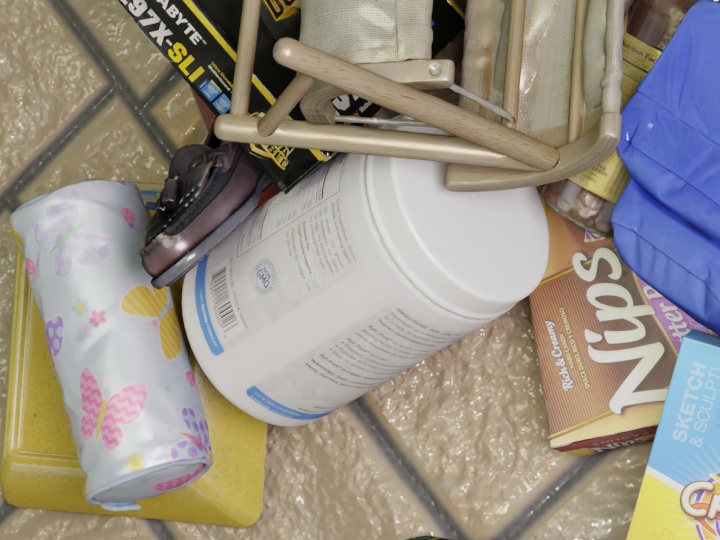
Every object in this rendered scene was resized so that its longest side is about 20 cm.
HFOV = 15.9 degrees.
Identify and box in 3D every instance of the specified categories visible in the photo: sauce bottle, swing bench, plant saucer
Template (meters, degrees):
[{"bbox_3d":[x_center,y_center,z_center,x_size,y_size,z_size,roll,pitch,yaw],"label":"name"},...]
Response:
[{"bbox_3d":[0.171,-0.116,1.454,0.065,0.065,0.201,33,101,27],"label":"sauce bottle"},{"bbox_3d":[0.040,-0.161,1.399,0.130,0.199,0.200,139,140,-64],"label":"swing bench"},{"bbox_3d":[-0.154,0.059,1.656,0.199,0.048,0.201,2,87,27],"label":"plant saucer"}]

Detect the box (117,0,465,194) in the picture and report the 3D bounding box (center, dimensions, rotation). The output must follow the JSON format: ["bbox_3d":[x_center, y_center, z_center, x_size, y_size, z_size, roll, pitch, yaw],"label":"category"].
[{"bbox_3d":[-0.039,-0.157,1.530,0.160,0.200,0.049,51,130,-5],"label":"box"}]

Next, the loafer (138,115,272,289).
[{"bbox_3d":[-0.093,-0.055,1.543,0.072,0.200,0.063,-35,99,32],"label":"loafer"}]

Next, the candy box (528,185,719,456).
[{"bbox_3d":[0.158,0.000,1.516,0.116,0.056,0.201,-13,74,24],"label":"candy box"}]

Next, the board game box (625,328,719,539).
[{"bbox_3d":[0.226,0.151,1.427,0.152,0.040,0.201,16,99,14],"label":"board game box"}]

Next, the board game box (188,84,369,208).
[{"bbox_3d":[-0.065,-0.139,1.640,0.102,0.019,0.201,-20,91,24],"label":"board game box"}]

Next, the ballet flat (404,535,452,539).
[{"bbox_3d":[0.091,0.192,1.510,0.199,0.074,0.075,-2,80,26],"label":"ballet flat"}]

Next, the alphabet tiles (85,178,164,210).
[{"bbox_3d":[-0.154,0.041,1.695,0.165,0.006,0.201,5,83,27],"label":"alphabet tiles"}]

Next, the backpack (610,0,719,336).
[{"bbox_3d":[0.243,-0.037,1.400,0.168,0.199,0.163,-55,48,13],"label":"backpack"}]

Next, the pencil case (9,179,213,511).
[{"bbox_3d":[-0.155,0.044,1.584,0.090,0.083,0.201,-26,74,28],"label":"pencil case"}]

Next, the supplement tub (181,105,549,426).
[{"bbox_3d":[0.000,0.000,1.525,0.200,0.131,0.133,-30,68,39],"label":"supplement tub"}]

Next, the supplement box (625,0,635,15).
[{"bbox_3d":[0.107,-0.229,1.530,0.110,0.086,0.201,-18,87,10],"label":"supplement box"}]
